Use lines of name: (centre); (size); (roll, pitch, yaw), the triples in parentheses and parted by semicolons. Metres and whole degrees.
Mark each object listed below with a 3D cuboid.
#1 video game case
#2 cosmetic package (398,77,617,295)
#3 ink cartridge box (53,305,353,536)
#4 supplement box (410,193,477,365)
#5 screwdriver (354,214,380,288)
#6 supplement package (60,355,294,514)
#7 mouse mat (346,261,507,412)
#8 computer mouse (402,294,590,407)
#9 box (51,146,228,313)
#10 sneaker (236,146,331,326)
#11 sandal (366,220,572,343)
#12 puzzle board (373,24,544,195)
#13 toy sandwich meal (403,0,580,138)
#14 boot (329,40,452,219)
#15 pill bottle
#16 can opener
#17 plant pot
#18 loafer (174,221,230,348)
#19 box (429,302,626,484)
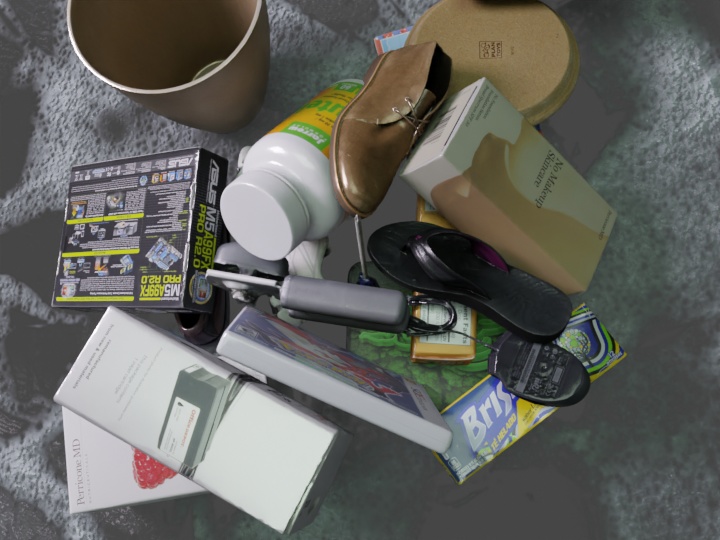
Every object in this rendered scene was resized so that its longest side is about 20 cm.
video game case: (-0.023, 0.089, 0.664); (0.199, 0.182, 0.023); (25, 92, -5)
cosmetic package: (0.145, -0.072, 0.709); (0.200, 0.071, 0.106); (38, 64, -20)
ink cartridge box: (-0.113, 0.119, 0.593); (0.199, 0.145, 0.085); (27, 80, 10)
supplement box: (0.086, -0.006, 0.755); (0.068, 0.067, 0.201); (5, 79, 4)
screwdriver: (0.000, 0.000, 0.697); (0.029, 0.200, 0.028); (-26, 66, -3)
supplement package: (-0.169, 0.158, 0.727); (0.199, 0.120, 0.122); (-11, 77, 4)
mouse mat: (0.083, 0.068, 0.777); (0.199, 0.008, 0.162); (-1, 77, 6)
computer mouse: (0.113, 0.072, 0.686); (0.199, 0.034, 0.059); (24, 75, 20)
box: (-0.233, -0.037, 0.776); (0.199, 0.044, 0.161); (-2, 79, 32)
sneaker: (-0.079, -0.040, 0.793); (0.081, 0.075, 0.201); (-18, 84, -5)
sandal: (0.100, -0.004, 0.681); (0.200, 0.048, 0.075); (24, 57, 16)
puzzle board: (0.110, -0.195, 0.829); (0.150, 0.017, 0.201); (-15, 75, 3)
toy sandwich meal: (0.132, -0.209, 0.791); (0.204, 0.070, 0.206); (-2, 67, 4)
boot: (0.030, -0.138, 0.684); (0.075, 0.074, 0.201); (-10, 50, 42)
pill bottle: (-0.045, -0.099, 0.731); (0.111, 0.111, 0.200); (30, 47, 12)
can opener: (-0.050, 0.010, 0.698); (0.199, 0.053, 0.067); (8, 71, 13)
plant pot: (-0.170, -0.227, 0.775); (0.186, 0.200, 0.188); (-1, 77, 6)
loafer: (-0.179, -0.019, 0.798); (0.071, 0.063, 0.201); (-11, 76, 5)
box: (0.153, 0.121, 0.716); (0.200, 0.070, 0.064); (-37, 74, -5)
